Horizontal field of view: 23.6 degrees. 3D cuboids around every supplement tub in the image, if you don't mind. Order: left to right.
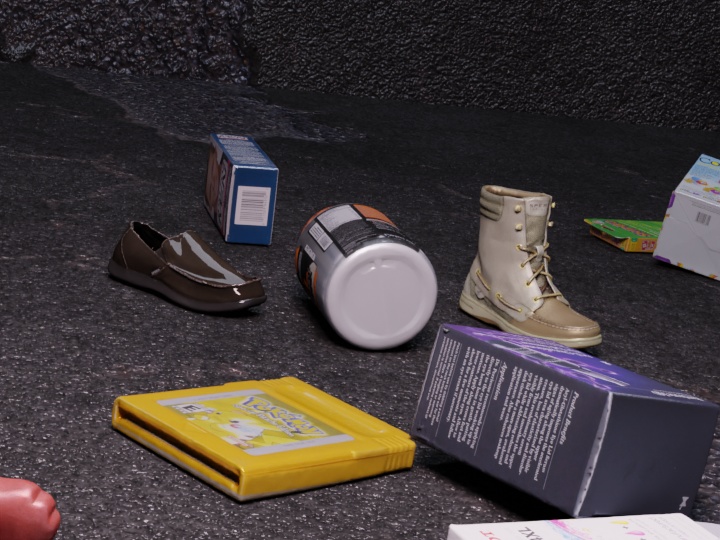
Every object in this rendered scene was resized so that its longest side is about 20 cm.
[{"bbox_3d":[0.000,0.000,1.829,0.122,0.123,0.200,5,14,-15],"label":"supplement tub"}]

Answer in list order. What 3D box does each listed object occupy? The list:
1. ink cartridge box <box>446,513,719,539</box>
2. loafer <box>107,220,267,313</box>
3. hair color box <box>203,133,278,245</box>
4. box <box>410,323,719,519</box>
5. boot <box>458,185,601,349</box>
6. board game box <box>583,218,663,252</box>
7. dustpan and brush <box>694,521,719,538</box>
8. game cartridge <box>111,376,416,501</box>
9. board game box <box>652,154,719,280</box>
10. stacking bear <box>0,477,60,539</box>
[{"bbox_3d":[0.133,0.227,1.005,0.200,0.125,0.129,2,16,-28],"label":"ink cartridge box"},{"bbox_3d":[-0.187,-0.006,1.840,0.200,0.071,0.073,16,16,27],"label":"loafer"},{"bbox_3d":[-0.155,-0.106,2.198,0.060,0.100,0.200,4,14,-14],"label":"hair color box"},{"bbox_3d":[0.166,0.125,1.417,0.148,0.104,0.200,10,7,-44],"label":"box"},{"bbox_3d":[0.194,-0.005,1.897,0.072,0.155,0.200,-3,18,-39],"label":"boot"},{"bbox_3d":[0.425,-0.049,2.479,0.200,0.030,0.096,4,15,-28],"label":"board game box"},{"bbox_3d":[0.271,0.222,1.283,0.200,0.057,0.140,-2,4,-16],"label":"dustpan and brush"},{"bbox_3d":[-0.077,0.134,1.437,0.200,0.032,0.176,-6,21,-44],"label":"game cartridge"},{"bbox_3d":[0.490,-0.076,2.400,0.105,0.103,0.200,21,25,15],"label":"board game box"},{"bbox_3d":[-0.261,0.190,0.948,0.121,0.114,0.200,32,23,-7],"label":"stacking bear"}]
